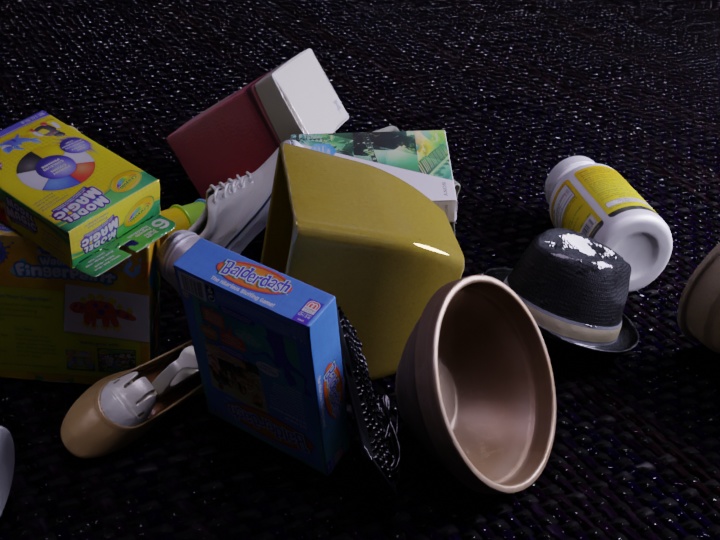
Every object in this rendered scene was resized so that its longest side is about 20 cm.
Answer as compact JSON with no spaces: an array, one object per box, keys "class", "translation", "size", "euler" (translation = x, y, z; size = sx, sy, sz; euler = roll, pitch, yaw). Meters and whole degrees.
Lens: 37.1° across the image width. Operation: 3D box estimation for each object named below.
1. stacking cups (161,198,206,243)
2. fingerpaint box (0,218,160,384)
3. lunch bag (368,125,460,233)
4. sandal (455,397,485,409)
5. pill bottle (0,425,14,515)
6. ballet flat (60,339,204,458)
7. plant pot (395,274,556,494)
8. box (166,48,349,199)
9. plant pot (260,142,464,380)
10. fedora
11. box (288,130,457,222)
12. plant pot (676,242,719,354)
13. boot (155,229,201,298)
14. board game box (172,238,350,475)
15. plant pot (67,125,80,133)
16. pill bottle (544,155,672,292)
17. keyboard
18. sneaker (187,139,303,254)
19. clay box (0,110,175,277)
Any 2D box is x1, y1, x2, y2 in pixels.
[{"class":"stacking cups","translation":[-0.188,-0.072,1.370],"size":[0.060,0.062,0.199],"euler":[27,34,31]},{"class":"fingerpaint box","translation":[-0.302,0.023,1.077],"size":[0.196,0.170,0.074],"euler":[4,30,-2]},{"class":"lunch bag","translation":[0.001,-0.086,1.374],"size":[0.197,0.119,0.164],"euler":[-19,41,-23]},{"class":"sandal","translation":[0.135,0.072,1.172],"size":[0.076,0.071,0.213],"euler":[11,31,9]},{"class":"pill bottle","translation":[-0.397,0.157,0.885],"size":[0.196,0.116,0.115],"euler":[11,30,7]},{"class":"ballet flat","translation":[-0.203,0.111,1.035],"size":[0.069,0.063,0.199],"euler":[49,42,8]},{"class":"plant pot","translation":[0.097,0.114,1.025],"size":[0.092,0.204,0.200],"euler":[-17,12,39]},{"class":"box","translation":[-0.137,-0.191,1.432],"size":[0.198,0.110,0.128],"euler":[-24,14,31]},{"class":"plant pot","translation":[0.000,0.000,1.162],"size":[0.196,0.197,0.197],"euler":[5,29,-13]},{"class":"fedora","translation":[0.243,0.013,1.223],"size":[0.197,0.093,0.201],"euler":[19,22,-8]},{"class":"box","translation":[0.012,-0.113,1.283],"size":[0.195,0.037,0.146],"euler":[-1,41,-3]},{"class":"plant pot","translation":[0.476,0.065,1.155],"size":[0.197,0.203,0.185],"euler":[-9,45,-24]},{"class":"boot","translation":[-0.133,0.035,1.104],"size":[0.095,0.200,0.074],"euler":[34,83,27]},{"class":"board game box","translation":[-0.086,0.081,0.983],"size":[0.150,0.202,0.045],"euler":[23,49,26]},{"class":"plant pot","translation":[-0.324,-0.034,1.179],"size":[0.141,0.201,0.200],"euler":[38,36,6]},{"class":"pill bottle","translation":[0.314,-0.068,1.399],"size":[0.110,0.114,0.201],"euler":[-2,32,-14]},{"class":"keyboard","translation":[0.014,0.120,1.011],"size":[0.039,0.105,0.202],"euler":[-19,43,5]},{"class":"sneaker","translation":[-0.143,-0.077,1.247],"size":[0.070,0.201,0.073],"euler":[35,9,-26]},{"class":"clay box","translation":[-0.281,-0.076,1.025],"size":[0.198,0.048,0.115],"euler":[29,45,26]}]
